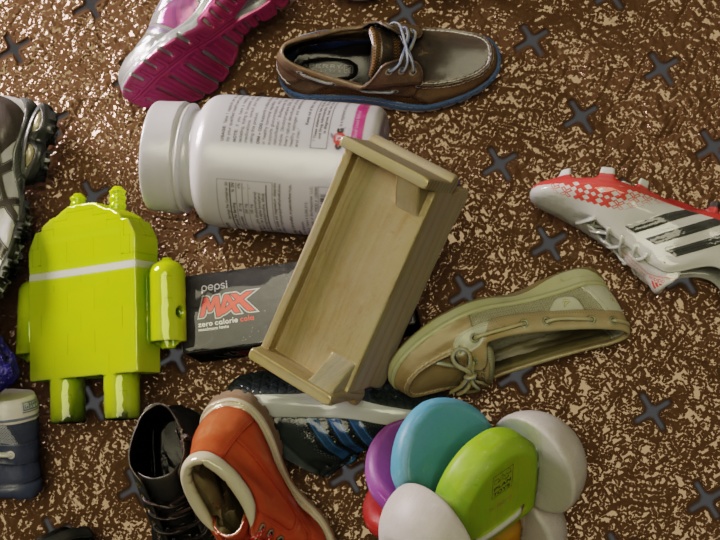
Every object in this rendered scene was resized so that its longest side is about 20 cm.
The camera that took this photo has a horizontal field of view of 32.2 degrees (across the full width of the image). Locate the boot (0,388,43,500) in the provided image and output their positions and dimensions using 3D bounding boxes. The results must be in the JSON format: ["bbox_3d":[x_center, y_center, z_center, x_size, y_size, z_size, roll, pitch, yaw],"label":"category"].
[{"bbox_3d":[-0.368,0.151,1.073,0.199,0.073,0.091,0,97,17],"label":"boot"}]

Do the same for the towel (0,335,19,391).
[{"bbox_3d":[-0.393,0.088,1.018,0.200,0.050,0.148,-38,81,3],"label":"towel"}]

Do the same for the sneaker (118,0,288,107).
[{"bbox_3d":[-0.144,-0.231,1.121,0.200,0.081,0.088,-43,54,5],"label":"sneaker"}]

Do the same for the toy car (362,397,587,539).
[{"bbox_3d":[0.067,0.180,0.960,0.175,0.201,0.150,-28,52,-30],"label":"toy car"}]

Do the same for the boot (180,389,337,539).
[{"bbox_3d":[-0.081,0.205,0.985,0.075,0.107,0.201,-23,105,17],"label":"boot"}]

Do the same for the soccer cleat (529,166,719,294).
[{"bbox_3d":[0.235,-0.027,1.041,0.199,0.069,0.086,15,77,4],"label":"soccer cleat"}]

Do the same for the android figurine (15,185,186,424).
[{"bbox_3d":[-0.226,0.029,1.062,0.181,0.041,0.201,-9,78,29],"label":"android figurine"}]

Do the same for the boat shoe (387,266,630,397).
[{"bbox_3d":[0.120,0.062,1.018,0.200,0.073,0.063,-19,54,-12],"label":"boat shoe"}]

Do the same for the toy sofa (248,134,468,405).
[{"bbox_3d":[0.000,0.000,0.980,0.083,0.097,0.201,28,103,21],"label":"toy sofa"}]

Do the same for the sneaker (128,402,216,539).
[{"bbox_3d":[-0.148,0.208,1.015,0.074,0.106,0.201,-15,77,3],"label":"sneaker"}]

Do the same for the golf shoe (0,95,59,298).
[{"bbox_3d":[-0.330,-0.060,1.095,0.094,0.078,0.201,15,70,-15],"label":"golf shoe"}]

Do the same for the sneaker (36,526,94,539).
[{"bbox_3d":[-0.213,0.252,1.008,0.199,0.071,0.100,-18,76,28],"label":"sneaker"}]

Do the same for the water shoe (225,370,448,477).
[{"bbox_3d":[-0.016,0.131,1.047,0.199,0.072,0.079,5,109,4],"label":"water shoe"}]

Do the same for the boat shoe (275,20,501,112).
[{"bbox_3d":[0.024,-0.180,1.090,0.199,0.072,0.073,-6,78,5],"label":"boat shoe"}]

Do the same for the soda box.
[{"bbox_3d":[-0.052,0.031,1.062,0.199,0.063,0.071,-8,78,5],"label":"soda box"}]

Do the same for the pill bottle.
[{"bbox_3d":[-0.080,-0.090,1.063,0.199,0.113,0.114,5,79,7],"label":"pill bottle"}]
